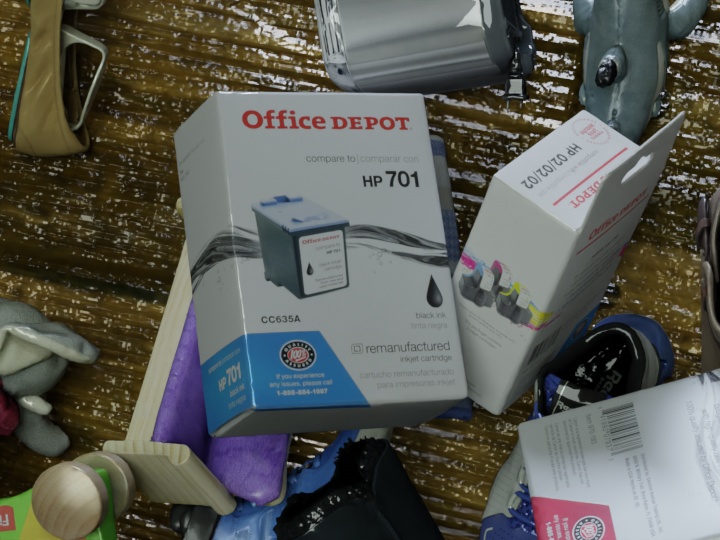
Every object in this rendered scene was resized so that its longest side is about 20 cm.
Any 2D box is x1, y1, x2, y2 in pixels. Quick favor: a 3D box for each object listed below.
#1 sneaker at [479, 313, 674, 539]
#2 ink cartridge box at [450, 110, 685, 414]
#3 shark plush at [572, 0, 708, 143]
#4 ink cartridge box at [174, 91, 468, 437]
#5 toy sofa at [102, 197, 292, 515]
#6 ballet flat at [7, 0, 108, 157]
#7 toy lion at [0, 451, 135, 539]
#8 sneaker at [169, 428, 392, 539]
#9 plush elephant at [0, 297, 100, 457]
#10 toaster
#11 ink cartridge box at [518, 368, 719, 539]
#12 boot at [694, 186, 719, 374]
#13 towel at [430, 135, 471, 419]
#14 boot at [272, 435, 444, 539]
[{"bbox_3d":[0.129,0.111,1.436,0.080,0.115,0.200,26,89,17],"label":"sneaker"},{"bbox_3d":[0.119,-0.020,1.407,0.068,0.115,0.200,35,130,17],"label":"ink cartridge box"},{"bbox_3d":[0.159,-0.129,1.479,0.091,0.083,0.201,19,87,16],"label":"shark plush"},{"bbox_3d":[-0.026,-0.005,1.394,0.146,0.086,0.201,-2,76,-23],"label":"ink cartridge box"},{"bbox_3d":[-0.088,0.053,1.479,0.097,0.083,0.201,2,61,23],"label":"toy sofa"},{"bbox_3d":[-0.204,-0.175,1.572,0.063,0.069,0.201,10,111,6],"label":"ballet flat"},{"bbox_3d":[-0.210,0.216,1.407,0.199,0.069,0.193,-6,91,14],"label":"toy lion"},{"bbox_3d":[-0.065,0.157,1.498,0.111,0.077,0.200,30,97,7],"label":"sneaker"},{"bbox_3d":[-0.262,0.085,1.531,0.154,0.165,0.201,-14,111,-21],"label":"plush elephant"},{"bbox_3d":[0.041,-0.193,1.506,0.129,0.114,0.201,-10,82,17],"label":"toaster"},{"bbox_3d":[0.204,0.136,1.313,0.199,0.084,0.145,-16,35,8],"label":"ink cartridge box"},{"bbox_3d":[0.240,0.043,1.401,0.070,0.146,0.201,-6,81,12],"label":"boot"},{"bbox_3d":[0.000,0.000,1.478,0.146,0.024,0.201,2,73,-27],"label":"towel"},{"bbox_3d":[-0.003,0.222,1.400,0.168,0.076,0.200,52,54,-18],"label":"boot"}]
